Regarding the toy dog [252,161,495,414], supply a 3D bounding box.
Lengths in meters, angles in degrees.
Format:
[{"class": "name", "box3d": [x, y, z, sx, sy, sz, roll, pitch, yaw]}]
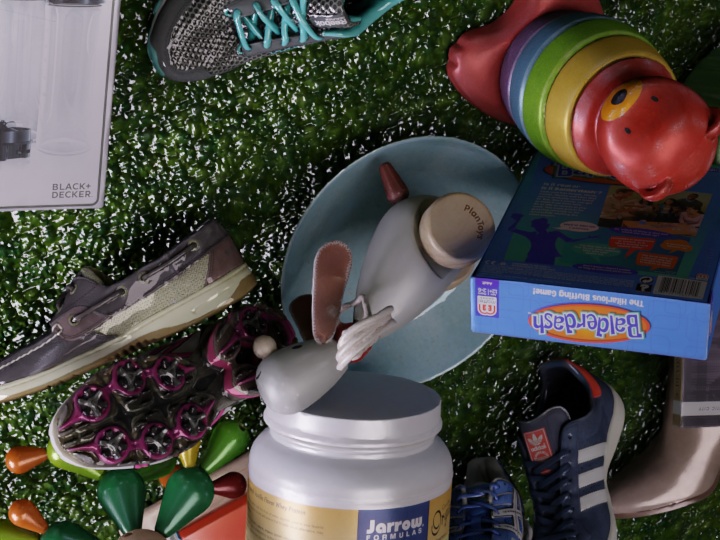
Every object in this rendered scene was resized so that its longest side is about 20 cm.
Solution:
[{"class": "toy dog", "box3d": [0.000, 0.000, 1.151, 0.200, 0.096, 0.132, -36, 172, -39]}]

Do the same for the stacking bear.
[{"class": "stacking bear", "box3d": [0.165, -0.114, 1.157, 0.121, 0.200, 0.114, -44, 125, 1]}]

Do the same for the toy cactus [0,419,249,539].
[{"class": "toy cactus", "box3d": [-0.162, 0.177, 1.184, 0.199, 0.165, 0.102, -15, 141, -12]}]

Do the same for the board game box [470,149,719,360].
[{"class": "board game box", "box3d": [0.170, -0.017, 1.144, 0.152, 0.200, 0.045, 7, 120, 17]}]

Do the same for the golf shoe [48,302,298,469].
[{"class": "golf shoe", "box3d": [-0.132, 0.088, 1.151, 0.200, 0.092, 0.073, -23, 88, -44]}]

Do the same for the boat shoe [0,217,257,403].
[{"class": "boat shoe", "box3d": [-0.170, 0.027, 1.156, 0.200, 0.072, 0.066, -24, 92, 3]}]

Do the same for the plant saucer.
[{"class": "plant saucer", "box3d": [0.029, -0.010, 1.245, 0.200, 0.039, 0.202, -11, 119, -21]}]

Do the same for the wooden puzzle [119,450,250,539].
[{"class": "wooden puzzle", "box3d": [-0.056, 0.222, 1.292, 0.200, 0.037, 0.185, -27, 109, -4]}]

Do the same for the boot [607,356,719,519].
[{"class": "boot", "box3d": [0.276, 0.108, 1.416, 0.199, 0.070, 0.147, -21, 116, -16]}]

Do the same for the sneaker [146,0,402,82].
[{"class": "sneaker", "box3d": [-0.041, -0.174, 1.093, 0.200, 0.091, 0.078, -29, 123, -9]}]

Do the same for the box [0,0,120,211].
[{"class": "box", "box3d": [-0.211, -0.139, 1.049, 0.116, 0.060, 0.201, -4, 117, -24]}]

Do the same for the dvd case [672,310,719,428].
[{"class": "dvd case", "box3d": [0.315, 0.024, 1.368, 0.148, 0.016, 0.201, 1, 90, -26]}]

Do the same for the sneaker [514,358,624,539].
[{"class": "sneaker", "box3d": [0.150, 0.157, 1.316, 0.075, 0.200, 0.085, -20, 133, 33]}]

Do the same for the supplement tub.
[{"class": "supplement tub", "box3d": [-0.009, 0.182, 1.204, 0.144, 0.144, 0.201, -3, 104, -24]}]

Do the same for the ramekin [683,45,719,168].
[{"class": "ramekin", "box3d": [0.324, -0.088, 1.290, 0.199, 0.098, 0.201, -6, 105, -22]}]

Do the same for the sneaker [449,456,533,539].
[{"class": "sneaker", "box3d": [0.087, 0.205, 1.307, 0.075, 0.200, 0.077, -12, 100, 10]}]
